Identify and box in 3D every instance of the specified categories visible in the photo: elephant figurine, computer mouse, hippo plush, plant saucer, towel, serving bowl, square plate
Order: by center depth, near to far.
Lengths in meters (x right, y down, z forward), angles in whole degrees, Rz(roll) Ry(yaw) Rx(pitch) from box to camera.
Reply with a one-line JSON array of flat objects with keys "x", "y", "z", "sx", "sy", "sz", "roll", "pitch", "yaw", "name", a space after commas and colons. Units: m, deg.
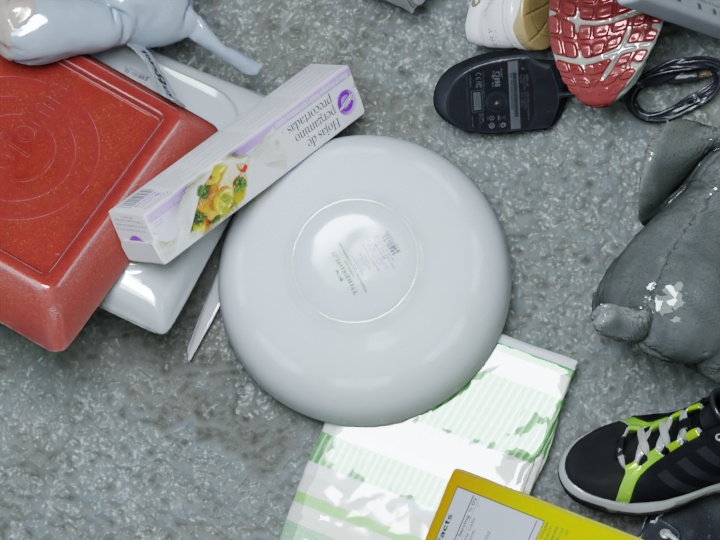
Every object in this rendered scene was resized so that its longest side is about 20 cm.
[{"x": -0.165, "y": -0.222, "z": 1.378, "sx": 0.200, "sy": 0.161, "sz": 0.159, "roll": 41, "pitch": 44, "yaw": 21, "name": "hippo plush"}, {"x": 0.234, "y": -0.036, "z": 1.380, "sx": 0.141, "sy": 0.155, "sz": 0.200, "roll": 24, "pitch": 94, "yaw": -11, "name": "elephant figurine"}, {"x": -0.224, "y": -0.075, "z": 1.387, "sx": 0.200, "sy": 0.037, "sz": 0.200, "roll": 29, "pitch": 62, "yaw": 9, "name": "plant saucer"}, {"x": 0.000, "y": 0.000, "z": 1.416, "sx": 0.200, "sy": 0.066, "sz": 0.200, "roll": -1, "pitch": 77, "yaw": 5, "name": "serving bowl"}, {"x": -0.175, "y": -0.079, "z": 1.432, "sx": 0.200, "sy": 0.028, "sz": 0.198, "roll": 25, "pitch": 63, "yaw": 5, "name": "square plate"}, {"x": 0.045, "y": 0.129, "z": 1.434, "sx": 0.152, "sy": 0.023, "sz": 0.200, "roll": 20, "pitch": 84, "yaw": 8, "name": "towel"}, {"x": 0.149, "y": -0.127, "z": 1.460, "sx": 0.200, "sy": 0.034, "sz": 0.059, "roll": -3, "pitch": 117, "yaw": -2, "name": "computer mouse"}]

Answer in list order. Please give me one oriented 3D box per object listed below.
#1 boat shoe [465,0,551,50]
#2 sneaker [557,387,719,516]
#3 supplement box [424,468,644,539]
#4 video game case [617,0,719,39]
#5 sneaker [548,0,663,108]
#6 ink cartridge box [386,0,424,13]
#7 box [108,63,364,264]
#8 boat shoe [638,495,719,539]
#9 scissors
[{"x": 0.110, "y": -0.245, "z": 1.465, "sx": 0.069, "sy": 0.071, "sz": 0.200, "roll": 1, "pitch": 67, "yaw": 36, "name": "boat shoe"}, {"x": 0.220, "y": 0.100, "z": 1.361, "sx": 0.200, "sy": 0.083, "sz": 0.072, "roll": -9, "pitch": 46, "yaw": 15, "name": "sneaker"}, {"x": 0.131, "y": 0.210, "z": 1.316, "sx": 0.109, "sy": 0.200, "sz": 0.109, "roll": 29, "pitch": 83, "yaw": -35, "name": "supplement box"}, {"x": 0.213, "y": -0.247, "z": 1.401, "sx": 0.022, "sy": 0.200, "sz": 0.183, "roll": -13, "pitch": 79, "yaw": 35, "name": "video game case"}, {"x": 0.178, "y": -0.198, "z": 1.432, "sx": 0.078, "sy": 0.082, "sz": 0.200, "roll": 6, "pitch": 68, "yaw": 19, "name": "sneaker"}, {"x": -0.022, "y": -0.286, "z": 1.455, "sx": 0.200, "sy": 0.084, "sz": 0.145, "roll": 25, "pitch": 83, "yaw": 19, "name": "ink cartridge box"}, {"x": -0.079, "y": -0.072, "z": 1.403, "sx": 0.200, "sy": 0.041, "sz": 0.039, "roll": -40, "pitch": 122, "yaw": -34, "name": "box"}, {"x": 0.202, "y": 0.197, "z": 1.388, "sx": 0.072, "sy": 0.068, "sz": 0.200, "roll": 30, "pitch": 84, "yaw": 8, "name": "boat shoe"}, {"x": -0.071, "y": -0.032, "z": 1.471, "sx": 0.073, "sy": 0.014, "sz": 0.200, "roll": 8, "pitch": 80, "yaw": 3, "name": "scissors"}]
